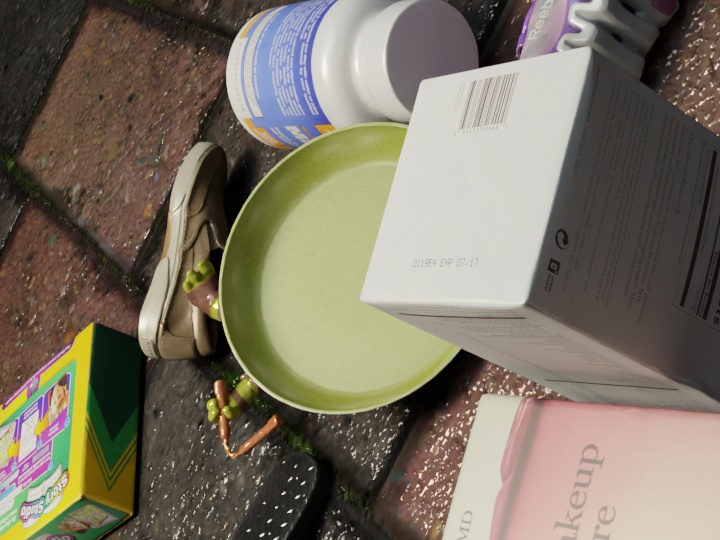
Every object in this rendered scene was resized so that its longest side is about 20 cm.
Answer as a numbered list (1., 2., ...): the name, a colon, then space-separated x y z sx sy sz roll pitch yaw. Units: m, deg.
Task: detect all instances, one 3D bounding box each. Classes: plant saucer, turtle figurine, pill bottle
1. plant saucer: 0.000 0.000 0.853 0.197 0.031 0.203 -9 66 20
2. turtle figurine: -0.048 0.029 0.931 0.201 0.064 0.161 -49 49 1
3. pill bottle: -0.006 -0.145 0.944 0.199 0.111 0.114 7 75 56

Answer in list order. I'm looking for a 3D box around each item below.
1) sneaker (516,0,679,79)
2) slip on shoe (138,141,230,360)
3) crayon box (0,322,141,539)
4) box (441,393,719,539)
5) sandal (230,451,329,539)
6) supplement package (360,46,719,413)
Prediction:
1. sneaker: 0.125 -0.123 0.785 0.202 0.080 0.088 -63 26 -6
2. slip on shoe: -0.132 -0.017 1.091 0.060 0.076 0.202 4 57 13
3. crayon box: -0.274 0.172 1.163 0.199 0.058 0.174 -37 43 36
4. box: 0.137 0.134 0.562 0.199 0.108 0.130 -2 67 53
5. sandal: -0.073 0.219 0.873 0.075 0.045 0.201 14 66 51
6. supplement package: 0.118 -0.002 0.594 0.113 0.199 0.111 0 69 53
